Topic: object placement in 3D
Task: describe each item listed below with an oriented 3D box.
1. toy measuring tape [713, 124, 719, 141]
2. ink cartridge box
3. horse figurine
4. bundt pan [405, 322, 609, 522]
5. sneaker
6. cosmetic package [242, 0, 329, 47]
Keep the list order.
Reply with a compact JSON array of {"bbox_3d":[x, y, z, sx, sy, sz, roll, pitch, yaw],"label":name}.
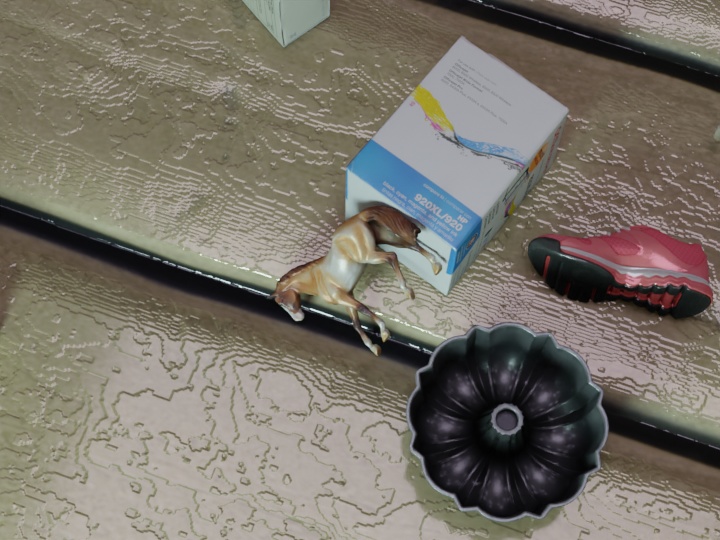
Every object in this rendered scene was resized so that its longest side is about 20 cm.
[{"bbox_3d":[0.437,-0.236,1.373,0.074,0.074,0.200,37,74,12],"label":"toy measuring tape"},{"bbox_3d":[0.100,-0.109,1.283,0.145,0.147,0.200,36,74,12],"label":"ink cartridge box"},{"bbox_3d":[0.000,0.000,1.248,0.133,0.200,0.050,43,38,12],"label":"horse figurine"},{"bbox_3d":[0.143,0.158,1.222,0.201,0.076,0.202,0,70,-1],"label":"bundt pan"},{"bbox_3d":[0.278,-0.012,1.300,0.200,0.074,0.087,14,57,1],"label":"sneaker"},{"bbox_3d":[-0.124,-0.369,1.404,0.073,0.104,0.200,-37,75,-13],"label":"cosmetic package"}]
